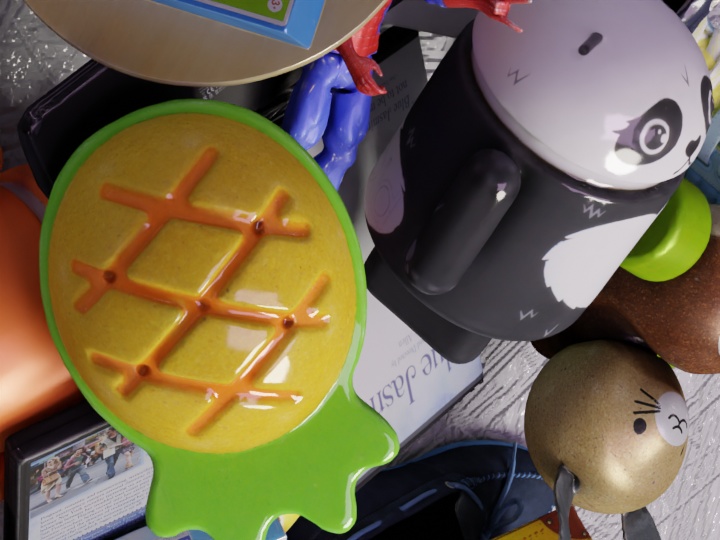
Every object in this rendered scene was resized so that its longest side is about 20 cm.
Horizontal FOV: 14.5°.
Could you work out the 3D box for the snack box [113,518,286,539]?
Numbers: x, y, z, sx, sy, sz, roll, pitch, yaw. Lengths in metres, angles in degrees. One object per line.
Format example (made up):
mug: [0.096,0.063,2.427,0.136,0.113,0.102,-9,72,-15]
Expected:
snack box: [-0.100,0.181,1.417,0.116,0.037,0.200,-22,155,-17]

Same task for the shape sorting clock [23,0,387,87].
shape sorting clock: [-0.065,-0.176,1.205,0.200,0.200,0.039,-49,170,-5]

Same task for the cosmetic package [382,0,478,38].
cosmetic package: [0.012,-0.173,1.339,0.199,0.071,0.102,6,111,-43]

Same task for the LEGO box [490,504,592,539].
LEGO box: [0.034,0.222,1.515,0.199,0.077,0.149,-22,156,-21]

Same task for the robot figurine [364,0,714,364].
robot figurine: [0.080,-0.047,1.310,0.124,0.151,0.200,16,131,-21]

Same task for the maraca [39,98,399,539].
maraca: [-0.060,0.026,1.206,0.136,0.107,0.201,-18,100,4]

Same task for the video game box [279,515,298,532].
video game box: [-0.069,0.048,1.426,0.182,0.047,0.200,-48,137,-2]

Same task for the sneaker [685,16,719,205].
sneaker: [0.180,-0.106,1.483,0.079,0.130,0.201,-38,133,-16]

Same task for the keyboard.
keyboard: [-0.067,-0.093,1.258,0.200,0.040,0.104,-37,135,-18]

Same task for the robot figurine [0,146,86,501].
robot figurine: [-0.173,0.026,1.271,0.199,0.144,0.117,-27,174,-26]

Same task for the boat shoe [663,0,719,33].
boat shoe: [0.112,-0.115,1.409,0.200,0.075,0.093,-47,179,20]

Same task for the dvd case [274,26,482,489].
dvd case: [0.000,0.000,1.394,0.143,0.017,0.201,-38,126,-43]

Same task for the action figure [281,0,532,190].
action figure: [0.005,-0.073,1.239,0.065,0.099,0.201,-4,115,-42]

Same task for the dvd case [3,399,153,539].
dvd case: [-0.103,0.102,1.334,0.142,0.018,0.200,-24,155,-21]

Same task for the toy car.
toy car: [0.145,0.070,1.472,0.164,0.157,0.201,27,66,-45]

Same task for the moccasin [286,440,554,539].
moccasin: [0.037,0.147,1.561,0.199,0.068,0.081,-12,123,-37]
